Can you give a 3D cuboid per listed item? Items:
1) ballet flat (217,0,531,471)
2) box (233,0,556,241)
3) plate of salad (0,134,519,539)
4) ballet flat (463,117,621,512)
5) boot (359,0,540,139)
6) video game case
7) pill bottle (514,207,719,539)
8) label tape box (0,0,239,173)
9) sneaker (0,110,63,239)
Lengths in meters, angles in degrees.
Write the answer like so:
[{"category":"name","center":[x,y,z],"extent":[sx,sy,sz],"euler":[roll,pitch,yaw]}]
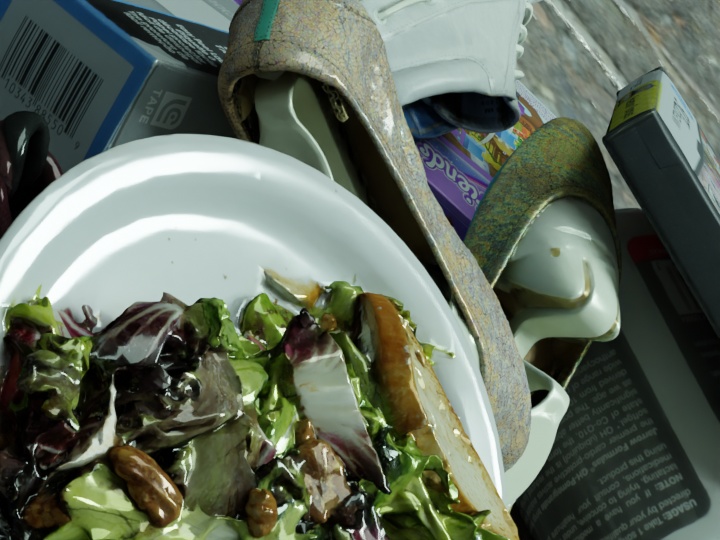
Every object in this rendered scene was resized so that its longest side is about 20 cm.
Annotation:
[{"category":"ballet flat","center":[0.000,0.000,0.981],"extent":[0.200,0.068,0.067],"euler":[64,23,-22]},{"category":"box","center":[0.008,-0.078,1.272],"extent":[0.200,0.039,0.137],"euler":[42,29,-17]},{"category":"plate of salad","center":[-0.027,0.055,0.842],"extent":[0.200,0.048,0.201],"euler":[13,69,-37]},{"category":"ballet flat","center":[0.059,0.030,1.091],"extent":[0.071,0.071,0.200],"euler":[39,67,-22]},{"category":"boot","center":[0.042,-0.100,1.245],"extent":[0.200,0.073,0.096],"euler":[-11,72,-50]},{"category":"video game case","center":[0.159,0.017,1.169],"extent":[0.200,0.025,0.181],"euler":[59,10,-4]},{"category":"pill bottle","center":[0.118,0.085,1.169],"extent":[0.111,0.111,0.200],"euler":[6,52,-53]},{"category":"label tape box","center":[-0.061,-0.066,1.074],"extent":[0.200,0.066,0.143],"euler":[9,23,-49]},{"category":"sneaker","center":[-0.150,-0.035,0.909],"extent":[0.200,0.115,0.076],"euler":[55,28,6]}]
